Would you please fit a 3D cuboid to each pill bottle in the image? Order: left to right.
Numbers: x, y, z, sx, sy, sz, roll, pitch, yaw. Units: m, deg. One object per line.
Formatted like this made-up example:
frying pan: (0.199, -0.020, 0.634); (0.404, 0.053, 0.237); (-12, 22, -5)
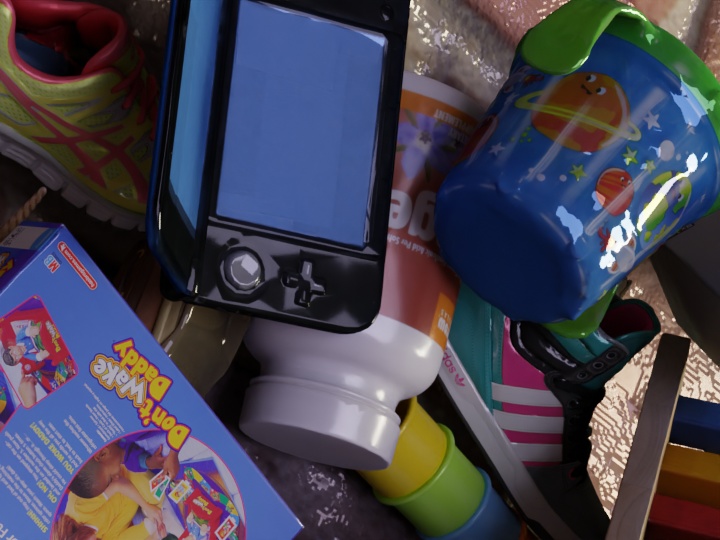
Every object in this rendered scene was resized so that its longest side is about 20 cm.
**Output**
pill bottle: (0.000, 0.000, 1.187); (0.112, 0.112, 0.201); (25, 72, -35)

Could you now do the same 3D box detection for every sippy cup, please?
sippy cup: (0.109, -0.046, 1.139); (0.130, 0.139, 0.178); (-48, 111, -32)

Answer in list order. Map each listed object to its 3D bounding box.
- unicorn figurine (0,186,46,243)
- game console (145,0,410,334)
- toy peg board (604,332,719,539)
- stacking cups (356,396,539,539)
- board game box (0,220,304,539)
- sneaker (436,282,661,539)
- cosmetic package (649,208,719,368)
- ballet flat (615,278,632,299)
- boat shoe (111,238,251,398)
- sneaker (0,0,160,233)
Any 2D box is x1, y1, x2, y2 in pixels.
unicorn figurine: (-0.212, 0.070, 1.044); (0.137, 0.074, 0.201); (-25, 117, -45)
game console: (-0.036, -0.084, 1.056); (0.170, 0.118, 0.201); (12, 77, -26)
toy peg board: (0.184, 0.180, 1.224); (0.199, 0.097, 0.201); (-64, 164, -50)
stacking cups: (0.060, 0.147, 1.270); (0.200, 0.060, 0.061); (49, 59, -32)
board game box: (-0.134, 0.096, 1.023); (0.135, 0.045, 0.200); (-47, 117, -23)
sneaker: (0.127, 0.070, 1.272); (0.200, 0.120, 0.084); (57, 16, -17)
cosmetic package: (0.237, 0.007, 1.225); (0.106, 0.200, 0.091); (-26, 107, -3)
ballet flat: (0.136, -0.018, 1.328); (0.073, 0.073, 0.201); (31, 68, -34)
boat shoe: (-0.123, 0.066, 1.113); (0.201, 0.067, 0.072); (-63, 147, -24)
sneaker: (-0.129, -0.085, 1.087); (0.199, 0.090, 0.078); (23, 41, -37)
